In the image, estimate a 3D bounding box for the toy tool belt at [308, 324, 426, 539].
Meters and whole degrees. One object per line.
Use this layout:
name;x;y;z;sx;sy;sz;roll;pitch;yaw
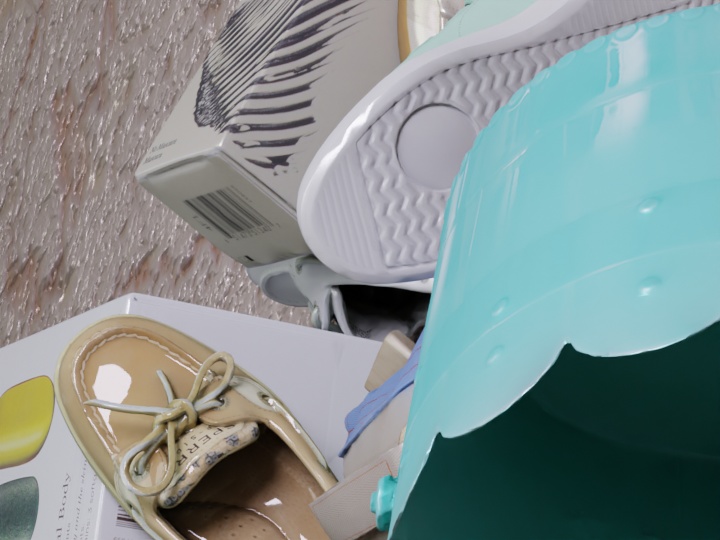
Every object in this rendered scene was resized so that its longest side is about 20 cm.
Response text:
toy tool belt;0.058;0.038;0.935;0.200;0.124;0.123;-49;48;49

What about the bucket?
bucket;0.106;0.040;0.725;0.135;0.206;0.208;-86;21;-47

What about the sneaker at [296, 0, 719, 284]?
sneaker;0.046;-0.061;0.991;0.200;0.074;0.118;-38;12;-19

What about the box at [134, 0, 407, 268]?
box;-0.007;-0.102;1.140;0.082;0.068;0.201;-15;42;57

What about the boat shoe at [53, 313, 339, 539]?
boat shoe;-0.039;0.086;1.029;0.073;0.200;0.063;-46;-14;-9

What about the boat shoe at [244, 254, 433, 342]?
boat shoe;0.000;0.000;1.162;0.200;0.073;0.067;-23;55;63

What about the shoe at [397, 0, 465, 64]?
shoe;0.062;-0.146;1.097;0.053;0.070;0.201;165;118;-75

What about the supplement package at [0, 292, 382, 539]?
supplement package;-0.074;0.109;1.181;0.200;0.150;0.153;161;119;-65
